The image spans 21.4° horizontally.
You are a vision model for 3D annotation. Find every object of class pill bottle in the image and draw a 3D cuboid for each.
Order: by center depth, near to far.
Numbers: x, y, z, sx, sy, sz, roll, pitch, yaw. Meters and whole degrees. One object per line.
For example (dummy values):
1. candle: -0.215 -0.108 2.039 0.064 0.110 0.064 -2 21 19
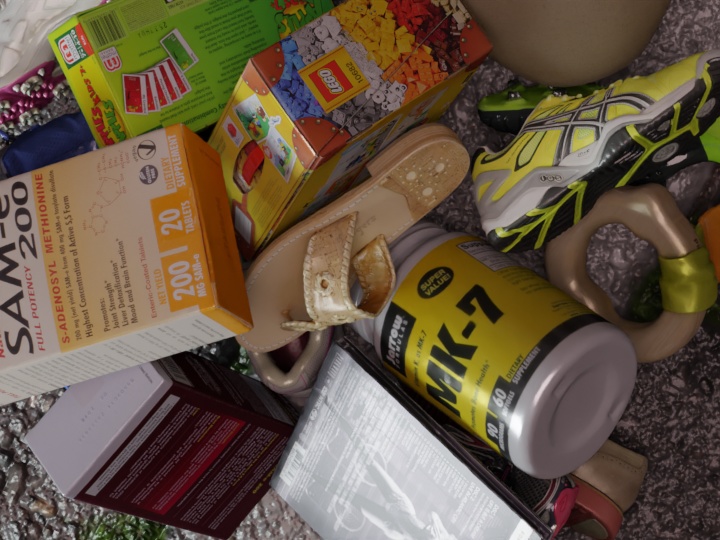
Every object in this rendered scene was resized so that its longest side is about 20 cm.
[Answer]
1. pill bottle: 0.081 0.045 1.303 0.199 0.114 0.115 34 101 37

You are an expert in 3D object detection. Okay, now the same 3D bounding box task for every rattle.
1. rattle: 0.185 0.000 1.373 0.130 0.143 0.200 46 136 -6

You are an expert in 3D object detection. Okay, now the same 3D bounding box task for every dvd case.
1. dvd case: 0.030 0.162 1.307 0.200 0.016 0.149 43 130 22

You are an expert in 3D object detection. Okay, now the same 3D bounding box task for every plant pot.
1. plant pot: 0.135 -0.205 1.288 0.198 0.201 0.135 -16 124 7

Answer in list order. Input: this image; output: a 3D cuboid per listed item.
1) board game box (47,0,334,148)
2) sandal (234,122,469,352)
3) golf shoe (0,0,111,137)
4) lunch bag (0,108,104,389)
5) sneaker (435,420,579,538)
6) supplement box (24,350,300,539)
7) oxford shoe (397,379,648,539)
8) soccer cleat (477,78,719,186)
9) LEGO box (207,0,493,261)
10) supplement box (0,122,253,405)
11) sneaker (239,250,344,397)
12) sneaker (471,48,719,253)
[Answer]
1. board game box: -0.105 -0.153 1.309 0.199 0.047 0.102 -29 96 -36
2. sandal: -0.004 -0.002 1.259 0.212 0.070 0.077 -44 133 16
3. golf shoe: -0.233 -0.177 1.375 0.200 0.075 0.092 -41 77 6
4. lunch bag: -0.198 -0.019 1.350 0.132 0.136 0.201 -31 90 7
5. sneaker: 0.061 0.145 1.326 0.199 0.081 0.075 9 142 40
6. supplement box: -0.128 0.117 1.331 0.109 0.200 0.061 -48 57 8
7. oxford shoe: 0.116 0.112 1.386 0.199 0.071 0.075 36 69 3
8. soccer cleat: 0.181 -0.094 1.347 0.198 0.068 0.082 3 110 4
9. LEGO box: -0.017 -0.103 1.264 0.148 0.200 0.077 -33 83 -24
10. supplement box: -0.181 0.000 1.224 0.198 0.074 0.127 -17 73 13
11. sneaker: -0.058 -0.002 1.364 0.081 0.088 0.202 -16 95 7
12. sneaker: 0.155 -0.094 1.268 0.199 0.075 0.077 -32 65 15
